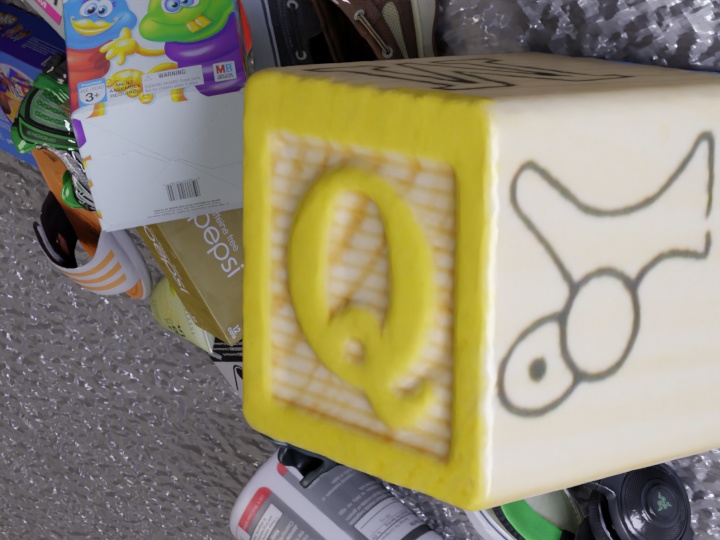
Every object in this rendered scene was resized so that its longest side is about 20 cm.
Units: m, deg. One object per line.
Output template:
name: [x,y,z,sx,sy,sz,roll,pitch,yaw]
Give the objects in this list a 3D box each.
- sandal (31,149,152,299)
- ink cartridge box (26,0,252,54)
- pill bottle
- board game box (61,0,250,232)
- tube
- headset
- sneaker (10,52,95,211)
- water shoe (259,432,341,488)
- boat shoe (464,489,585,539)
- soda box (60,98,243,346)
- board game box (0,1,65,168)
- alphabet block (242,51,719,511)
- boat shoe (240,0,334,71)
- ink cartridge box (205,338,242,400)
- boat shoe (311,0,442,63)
sandal: [-0.232,-0.035,1.612,0.079,0.059,0.207,28,156,34]
ink cartridge box: [-0.162,-0.190,1.404,0.200,0.044,0.174,45,156,6]
pill bottle: [-0.002,0.235,1.677,0.200,0.114,0.114,40,154,17]
board game box: [-0.122,-0.139,1.223,0.103,0.104,0.201,81,178,-50]
tube: [-0.136,0.024,1.592,0.058,0.052,0.200,33,175,-8]
headset: [0.176,0.186,1.340,0.199,0.094,0.124,22,146,8]
sneaker: [-0.173,-0.070,1.503,0.200,0.085,0.078,40,-174,-18]
water shoe: [-0.037,0.091,1.434,0.071,0.079,0.201,41,163,33]
boat shoe: [0.096,0.132,1.427,0.200,0.072,0.062,49,150,-1]
soda box: [-0.125,-0.048,1.419,0.068,0.064,0.201,25,149,58]
board game box: [-0.270,-0.146,1.634,0.199,0.045,0.135,26,148,38]
alphabet block: [0.072,-0.006,1.033,0.196,0.199,0.197,12,104,50]
boat shoe: [-0.033,-0.160,1.222,0.066,0.070,0.201,5,127,15]
ink cartridge box: [-0.047,0.072,1.597,0.094,0.044,0.199,54,154,-18]
boat shoe: [0.012,-0.108,1.207,0.074,0.075,0.203,25,147,39]
